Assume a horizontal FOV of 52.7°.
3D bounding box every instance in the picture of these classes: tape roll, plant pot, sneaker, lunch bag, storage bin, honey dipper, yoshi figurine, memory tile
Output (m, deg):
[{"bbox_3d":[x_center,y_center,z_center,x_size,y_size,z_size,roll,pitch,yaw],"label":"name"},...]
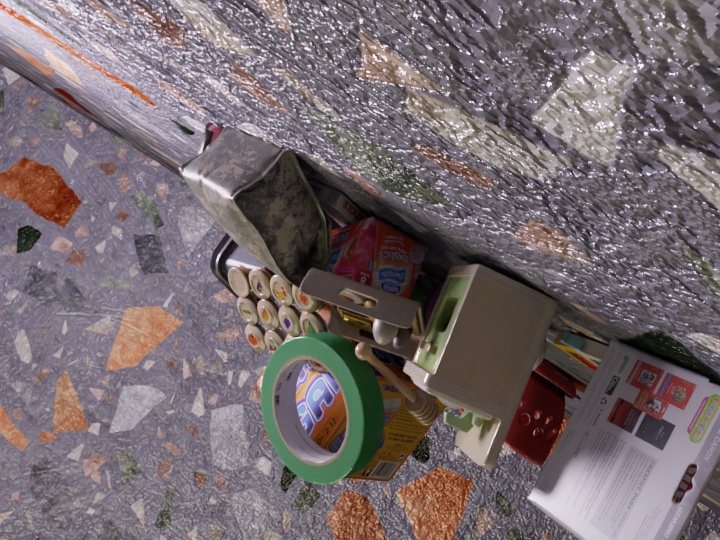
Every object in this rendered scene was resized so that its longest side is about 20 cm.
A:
[{"bbox_3d":[-0.057,0.191,1.015,0.198,0.205,0.048,29,-159,34],"label":"tape roll"},{"bbox_3d":[0.326,0.267,1.490,0.198,0.185,0.200,30,176,2],"label":"plant pot"},{"bbox_3d":[-0.190,-0.168,1.105,0.085,0.075,0.200,17,179,4],"label":"sneaker"},{"bbox_3d":[-0.129,-0.076,0.997,0.163,0.117,0.202,28,154,47],"label":"lunch bag"},{"bbox_3d":[-0.126,-0.033,1.207,0.133,0.202,0.146,13,151,48],"label":"storage bin"},{"bbox_3d":[0.051,0.153,0.988,0.038,0.038,0.200,27,164,45],"label":"honey dipper"},{"bbox_3d":[0.128,0.070,1.214,0.198,0.113,0.112,33,169,11],"label":"yoshi figurine"},{"bbox_3d":[-0.123,0.072,1.102,0.197,0.017,0.157,11,120,42],"label":"memory tile"}]

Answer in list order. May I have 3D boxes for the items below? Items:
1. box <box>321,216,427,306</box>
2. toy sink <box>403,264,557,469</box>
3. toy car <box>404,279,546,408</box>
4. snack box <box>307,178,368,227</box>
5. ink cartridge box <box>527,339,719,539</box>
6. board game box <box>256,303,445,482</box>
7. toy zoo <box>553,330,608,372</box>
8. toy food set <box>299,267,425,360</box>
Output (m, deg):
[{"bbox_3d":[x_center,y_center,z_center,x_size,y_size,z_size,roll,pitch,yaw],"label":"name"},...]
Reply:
[{"bbox_3d":[0.000,0.000,1.034,0.094,0.102,0.199,25,167,-20],"label":"box"},{"bbox_3d":[0.125,0.105,0.853,0.110,0.204,0.130,23,178,-6],"label":"toy sink"},{"bbox_3d":[0.150,0.087,1.036,0.199,0.172,0.153,23,137,67],"label":"toy car"},{"bbox_3d":[-0.008,-0.071,1.071,0.071,0.025,0.199,27,174,35],"label":"snack box"},{"bbox_3d":[0.296,0.200,0.746,0.083,0.203,0.175,31,177,-29],"label":"ink cartridge box"},{"bbox_3d":[-0.010,0.190,1.179,0.198,0.202,0.201,19,-157,-42],"label":"board game box"},{"bbox_3d":[0.335,0.132,0.940,0.198,0.021,0.131,33,176,-14],"label":"toy zoo"},{"bbox_3d":[0.007,0.068,0.934,0.140,0.062,0.200,17,164,13],"label":"toy food set"}]
